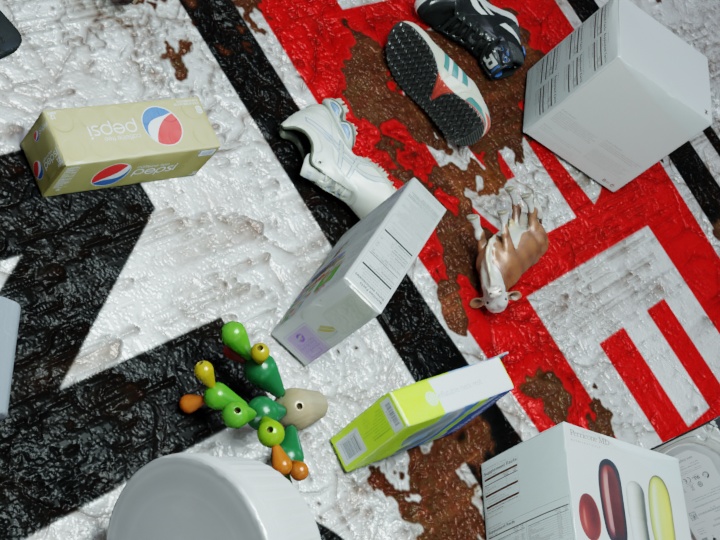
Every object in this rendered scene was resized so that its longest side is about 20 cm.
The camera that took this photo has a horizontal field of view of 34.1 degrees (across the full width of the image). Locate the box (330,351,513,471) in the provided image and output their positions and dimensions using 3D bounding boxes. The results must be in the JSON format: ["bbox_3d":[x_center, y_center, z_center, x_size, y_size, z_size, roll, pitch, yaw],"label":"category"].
[{"bbox_3d":[0.076,0.154,1.289,0.199,0.122,0.048,-12,67,-44],"label":"box"}]

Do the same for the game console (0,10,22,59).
[{"bbox_3d":[-0.436,-0.281,1.153,0.171,0.118,0.200,49,44,-3],"label":"game console"}]

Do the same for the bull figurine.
[{"bbox_3d":[0.191,-0.029,1.536,0.200,0.065,0.122,-40,124,-54],"label":"bull figurine"}]

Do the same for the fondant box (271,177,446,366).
[{"bbox_3d":[0.000,0.000,1.311,0.058,0.144,0.200,45,44,-8],"label":"fondant box"}]

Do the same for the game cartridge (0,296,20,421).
[{"bbox_3d":[-0.398,0.065,1.017,0.199,0.042,0.134,18,48,-31],"label":"game cartridge"}]

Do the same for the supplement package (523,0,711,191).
[{"bbox_3d":[0.382,-0.262,1.753,0.191,0.200,0.148,29,48,-22],"label":"supplement package"}]

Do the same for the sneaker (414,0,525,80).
[{"bbox_3d":[0.174,-0.345,1.736,0.199,0.073,0.112,8,56,-38],"label":"sneaker"}]

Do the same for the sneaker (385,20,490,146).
[{"bbox_3d":[0.113,-0.264,1.649,0.200,0.070,0.093,52,25,4],"label":"sneaker"}]

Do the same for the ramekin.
[{"bbox_3d":[-0.121,0.254,1.015,0.094,0.202,0.203,-1,63,-55],"label":"ramekin"}]

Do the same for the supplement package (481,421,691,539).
[{"bbox_3d":[0.258,0.307,1.322,0.191,0.147,0.201,19,53,-29],"label":"supplement package"}]

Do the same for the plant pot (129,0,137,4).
[{"bbox_3d":[-0.300,-0.439,1.332,0.198,0.200,0.201,27,48,-13],"label":"plant pot"}]

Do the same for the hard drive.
[{"bbox_3d":[0.455,0.301,1.496,0.038,0.140,0.201,-17,75,-44],"label":"hard drive"}]

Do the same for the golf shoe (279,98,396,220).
[{"bbox_3d":[-0.028,-0.112,1.427,0.097,0.078,0.200,-22,70,-34],"label":"golf shoe"}]

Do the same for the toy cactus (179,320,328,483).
[{"bbox_3d":[-0.093,0.151,1.191,0.165,0.102,0.201,2,58,-60],"label":"toy cactus"}]

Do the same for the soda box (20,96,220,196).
[{"bbox_3d":[-0.253,-0.134,1.248,0.199,0.064,0.068,-13,72,-45],"label":"soda box"}]
